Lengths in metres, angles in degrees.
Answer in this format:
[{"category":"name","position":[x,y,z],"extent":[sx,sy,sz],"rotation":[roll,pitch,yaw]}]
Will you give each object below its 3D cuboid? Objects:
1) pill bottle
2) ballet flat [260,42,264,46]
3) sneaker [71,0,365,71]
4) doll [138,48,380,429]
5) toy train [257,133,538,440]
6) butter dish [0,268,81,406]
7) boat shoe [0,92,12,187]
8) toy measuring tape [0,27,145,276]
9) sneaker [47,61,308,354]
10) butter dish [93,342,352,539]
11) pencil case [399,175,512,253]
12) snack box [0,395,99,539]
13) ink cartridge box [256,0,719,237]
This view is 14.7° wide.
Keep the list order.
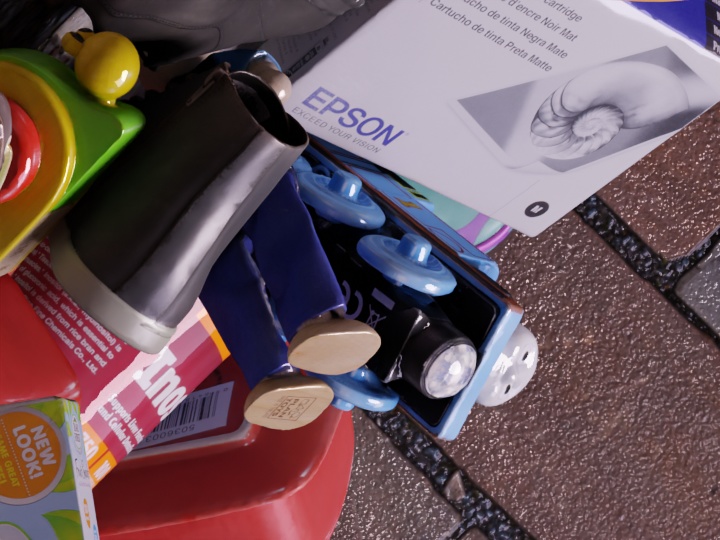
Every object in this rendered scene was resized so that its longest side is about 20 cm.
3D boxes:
[{"category":"pill bottle","position":[-0.115,0.013,1.374],"extent":[0.200,0.113,0.113],"rotation":[-44,173,-10]},{"category":"ballet flat","position":[-0.022,-0.047,1.455],"extent":[0.071,0.071,0.200],"rotation":[-39,144,-43]},{"category":"sneaker","position":[-0.062,-0.123,1.143],"extent":[0.091,0.076,0.200],"rotation":[-36,169,13]},{"category":"doll","position":[-0.059,-0.030,1.204],"extent":[0.048,0.200,0.137],"rotation":[3,141,-37]},{"category":"toy train","position":[0.000,0.000,1.258],"extent":[0.114,0.200,0.087],"rotation":[11,111,-46]},{"category":"butter dish","position":[-0.192,0.088,1.213],"extent":[0.199,0.148,0.200],"rotation":[-46,173,12]},{"category":"boat shoe","position":[-0.192,-0.001,1.034],"extent":[0.200,0.072,0.060],"rotation":[-44,-169,42]},{"category":"toy measuring tape","position":[-0.161,-0.025,1.081],"extent":[0.200,0.074,0.074],"rotation":[-45,174,18]},{"category":"sneaker","position":[-0.078,-0.047,1.142],"extent":[0.106,0.075,0.200],"rotation":[-48,-153,8]},{"category":"butter dish","position":[-0.081,0.124,1.587],"extent":[0.199,0.148,0.200],"rotation":[-11,-150,20]},{"category":"pencil case","position":[0.036,-0.047,1.548],"extent":[0.200,0.085,0.093],"rotation":[-165,-90,-83]},{"category":"snack box","position":[-0.201,0.135,1.096],"extent":[0.199,0.143,0.053],"rotation":[-9,176,1]},{"category":"ink cartridge box","position":[0.086,-0.110,1.274],"extent":[0.200,0.041,0.199],"rotation":[-40,139,27]}]
